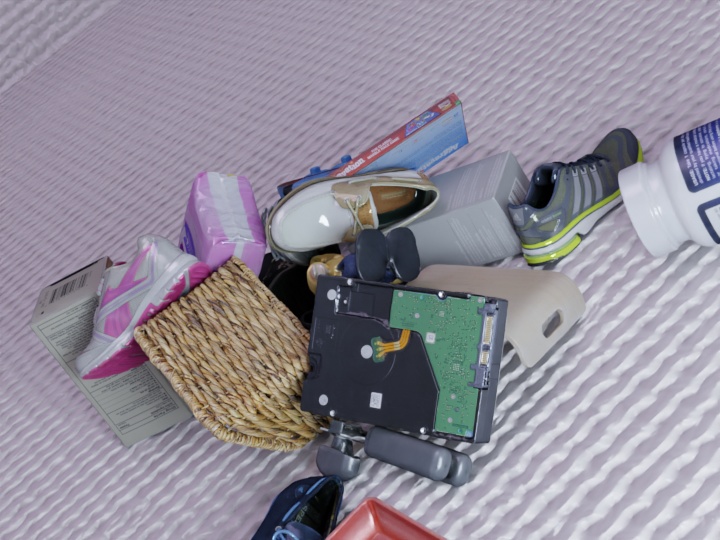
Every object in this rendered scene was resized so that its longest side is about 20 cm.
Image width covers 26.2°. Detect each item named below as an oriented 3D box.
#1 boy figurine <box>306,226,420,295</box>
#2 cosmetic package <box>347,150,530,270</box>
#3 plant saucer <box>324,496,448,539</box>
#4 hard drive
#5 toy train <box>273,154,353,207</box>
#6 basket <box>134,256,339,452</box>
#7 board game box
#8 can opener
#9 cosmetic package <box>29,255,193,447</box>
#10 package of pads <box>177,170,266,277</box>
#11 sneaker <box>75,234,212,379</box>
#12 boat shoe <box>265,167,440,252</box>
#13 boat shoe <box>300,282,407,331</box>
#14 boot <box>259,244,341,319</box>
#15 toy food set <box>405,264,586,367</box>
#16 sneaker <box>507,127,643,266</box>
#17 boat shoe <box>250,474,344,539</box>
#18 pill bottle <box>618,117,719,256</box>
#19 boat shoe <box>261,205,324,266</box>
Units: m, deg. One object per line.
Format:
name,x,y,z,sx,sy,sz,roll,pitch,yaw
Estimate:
boy figurine,0.000,0.000,1.641,0.124,0.065,0.200,-4,-5,-19
cosmetic package,0.095,-0.053,1.773,0.200,0.090,0.107,-20,28,32
plant saucer,0.008,0.303,1.301,0.200,0.037,0.200,-44,38,-20
hard drive,0.040,0.083,1.486,0.200,0.038,0.140,6,89,33
toy train,-0.024,-0.095,1.946,0.200,0.087,0.114,-12,10,36
basket,-0.123,0.112,1.651,0.149,0.143,0.200,-38,50,-12
board game box,0.034,-0.120,1.768,0.200,0.103,0.019,-34,66,-6
can opener,0.026,0.188,1.503,0.200,0.053,0.067,11,83,54
cosmetic package,-0.286,0.096,1.819,0.103,0.200,0.087,-25,26,13
package of pads,-0.167,-0.004,1.775,0.076,0.200,0.121,2,45,-19
sneaker,-0.253,0.039,1.712,0.200,0.088,0.081,-47,-22,16
boat shoe,-0.006,-0.068,1.681,0.200,0.075,0.068,-22,20,-26
boat shoe,0.021,0.036,1.724,0.199,0.066,0.075,-22,29,23
boot,-0.120,0.034,1.883,0.154,0.074,0.204,-18,24,33
toy food set,0.109,0.051,1.559,0.200,0.061,0.143,3,25,32
sneaker,0.236,-0.095,1.688,0.074,0.081,0.200,5,46,51
boat shoe,-0.064,0.254,1.432,0.069,0.084,0.200,-32,26,29
pill bottle,0.361,-0.092,1.504,0.200,0.116,0.116,-22,28,20
boat shoe,-0.082,-0.045,1.780,0.065,0.075,0.202,-5,8,7
